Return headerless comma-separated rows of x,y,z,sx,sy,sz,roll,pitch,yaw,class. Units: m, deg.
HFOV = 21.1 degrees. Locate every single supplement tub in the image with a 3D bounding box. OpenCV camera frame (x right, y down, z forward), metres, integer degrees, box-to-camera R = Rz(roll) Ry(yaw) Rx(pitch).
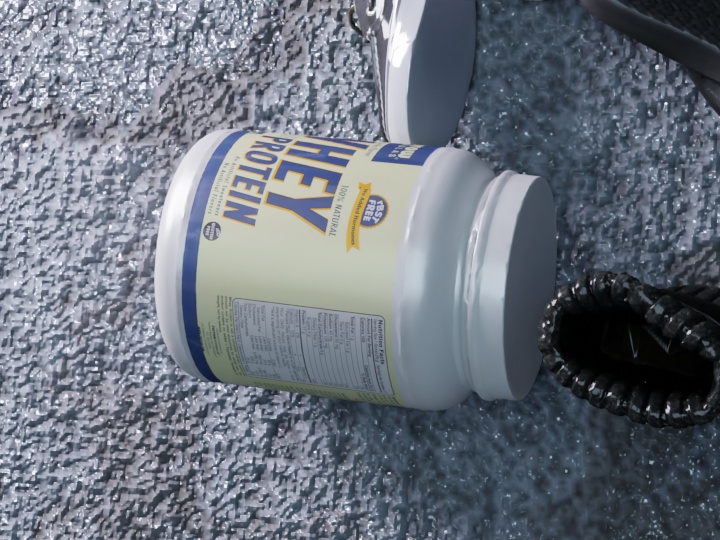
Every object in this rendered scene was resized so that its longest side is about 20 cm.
0.000,0.000,1.083,0.198,0.145,0.146,6,87,18,supplement tub

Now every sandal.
0.209,-0.115,1.072,0.200,0.048,0.075,33,51,11,sandal

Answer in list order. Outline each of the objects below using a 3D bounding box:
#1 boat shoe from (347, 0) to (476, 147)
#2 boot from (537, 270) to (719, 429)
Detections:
0.024,-0.164,1.134,0.066,0.070,0.202,1,89,35,boat shoe
0.206,0.045,1.005,0.209,0.158,0.080,0,85,18,boot
